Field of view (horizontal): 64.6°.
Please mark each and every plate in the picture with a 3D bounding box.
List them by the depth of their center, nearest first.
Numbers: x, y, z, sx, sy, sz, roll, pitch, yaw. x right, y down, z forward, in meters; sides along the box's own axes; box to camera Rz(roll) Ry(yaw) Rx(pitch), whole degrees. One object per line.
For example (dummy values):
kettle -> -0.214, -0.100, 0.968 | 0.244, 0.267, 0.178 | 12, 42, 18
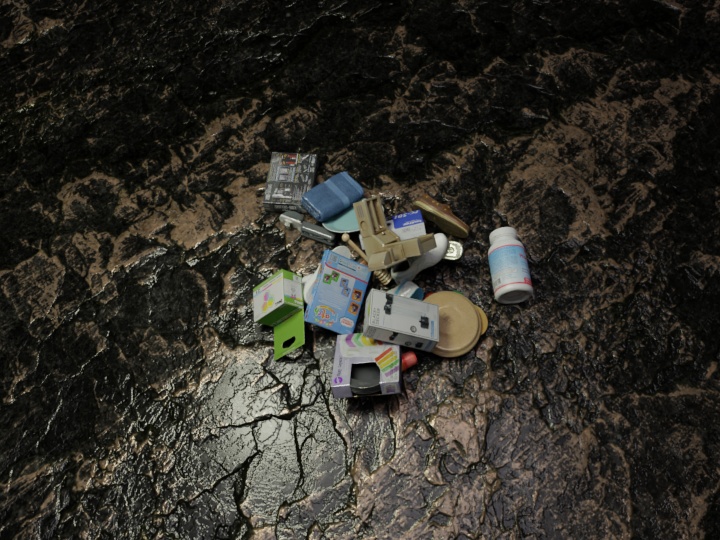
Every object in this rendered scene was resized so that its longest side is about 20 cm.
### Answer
plate -> -0.022, -0.161, 1.745 | 0.194, 0.026, 0.202 | -8, 34, 5

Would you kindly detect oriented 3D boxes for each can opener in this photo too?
can opener -> -0.162, -0.136, 1.757 | 0.196, 0.053, 0.067 | 23, 65, 13

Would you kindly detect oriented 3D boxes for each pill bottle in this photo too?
pill bottle -> 0.426, -0.016, 1.639 | 0.105, 0.109, 0.205 | -3, 63, 1

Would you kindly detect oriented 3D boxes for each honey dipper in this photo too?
honey dipper -> 0.017, -0.037, 1.639 | 0.200, 0.038, 0.038 | 46, 65, -23

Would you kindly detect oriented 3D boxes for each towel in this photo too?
towel -> -0.086, -0.229, 1.772 | 0.112, 0.049, 0.198 | 45, 54, 15

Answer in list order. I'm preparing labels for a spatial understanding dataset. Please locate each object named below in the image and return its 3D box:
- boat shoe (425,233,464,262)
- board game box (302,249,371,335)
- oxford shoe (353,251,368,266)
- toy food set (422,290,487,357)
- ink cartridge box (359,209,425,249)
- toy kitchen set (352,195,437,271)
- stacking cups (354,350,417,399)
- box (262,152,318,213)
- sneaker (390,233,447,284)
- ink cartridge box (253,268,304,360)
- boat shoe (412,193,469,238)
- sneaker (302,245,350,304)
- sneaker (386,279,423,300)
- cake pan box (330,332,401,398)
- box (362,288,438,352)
boat shoe -> 0.217, -0.066, 1.705 | 0.195, 0.067, 0.074 | 16, 88, 25
board game box -> -0.062, 0.066, 1.587 | 0.148, 0.036, 0.205 | 22, 79, -26
oxford shoe -> 0.000, 0.000, 1.686 | 0.200, 0.071, 0.072 | -44, 99, -20
toy food set -> 0.245, 0.147, 1.599 | 0.196, 0.049, 0.201 | 35, 70, 19
ink cartridge box -> 0.093, -0.123, 1.707 | 0.194, 0.045, 0.095 | -13, 29, 4
toy kitchen set -> 0.066, -0.109, 1.532 | 0.161, 0.197, 0.186 | -23, 100, -43
stacking cups -> 0.060, 0.271, 1.537 | 0.196, 0.061, 0.061 | -27, 65, -11
box -> -0.223, -0.284, 1.836 | 0.153, 0.050, 0.205 | 3, 63, 4
sneaker -> 0.169, -0.034, 1.641 | 0.199, 0.080, 0.071 | -41, 66, 8
ink cartridge box -> -0.226, 0.123, 1.573 | 0.146, 0.075, 0.205 | -31, 54, 37
boat shoe -> 0.255, -0.173, 1.747 | 0.198, 0.073, 0.068 | 34, 71, 20
sneaker -> -0.116, 0.009, 1.643 | 0.074, 0.115, 0.201 | 46, 71, -22
sneaker -> 0.090, 0.113, 1.617 | 0.200, 0.077, 0.080 | -44, 45, -13
cake pan box -> 0.019, 0.247, 1.501 | 0.179, 0.053, 0.202 | -7, 36, 11
box -> 0.109, 0.133, 1.512 | 0.194, 0.061, 0.119 | 15, 53, -9
